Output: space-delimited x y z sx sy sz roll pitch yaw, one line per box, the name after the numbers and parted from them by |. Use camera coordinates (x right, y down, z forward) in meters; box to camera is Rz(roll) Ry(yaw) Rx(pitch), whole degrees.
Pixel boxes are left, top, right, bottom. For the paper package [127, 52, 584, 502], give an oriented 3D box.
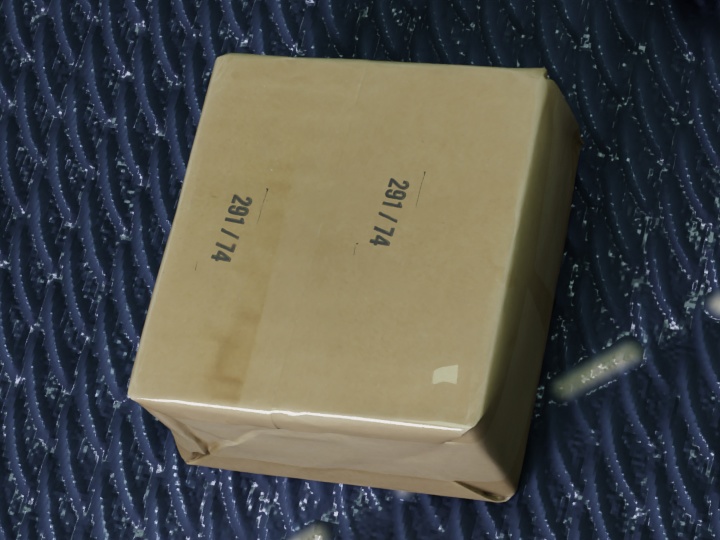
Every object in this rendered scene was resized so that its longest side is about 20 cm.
0.000 0.000 1.194 0.190 0.103 0.200 5 68 17 | paper package
